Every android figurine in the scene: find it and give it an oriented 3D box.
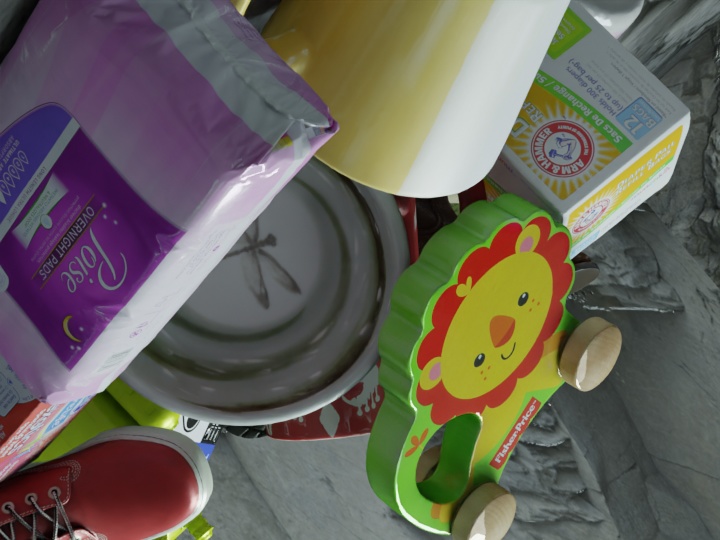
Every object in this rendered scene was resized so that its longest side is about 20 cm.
[{"bbox_3d":[-0.181,0.120,1.053,0.041,0.200,0.182,-39,174,-43],"label":"android figurine"}]

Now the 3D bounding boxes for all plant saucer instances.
[{"bbox_3d":[-0.071,-0.008,0.889,0.200,0.200,0.050,-41,-165,15],"label":"plant saucer"}]

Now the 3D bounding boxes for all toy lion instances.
[{"bbox_3d":[0.068,0.059,0.919,0.201,0.069,0.192,-57,143,-1],"label":"toy lion"}]

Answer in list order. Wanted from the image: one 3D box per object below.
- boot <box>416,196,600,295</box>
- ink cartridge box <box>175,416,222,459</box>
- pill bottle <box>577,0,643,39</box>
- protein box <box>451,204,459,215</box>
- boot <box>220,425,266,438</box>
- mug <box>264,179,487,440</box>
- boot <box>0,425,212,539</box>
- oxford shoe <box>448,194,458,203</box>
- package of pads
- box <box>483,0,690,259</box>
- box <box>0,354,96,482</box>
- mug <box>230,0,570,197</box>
[{"bbox_3d":[0.062,-0.066,1.061,0.185,0.201,0.064,-11,162,16],"label":"boot"},{"bbox_3d":[-0.143,0.111,1.164,0.201,0.044,0.094,-65,155,0],"label":"ink cartridge box"},{"bbox_3d":[0.113,-0.172,1.146,0.112,0.112,0.200,-34,173,-43],"label":"pill bottle"},{"bbox_3d":[0.069,-0.042,1.427,0.135,0.200,0.198,-43,173,34],"label":"protein box"},{"bbox_3d":[-0.032,0.043,1.186,0.200,0.068,0.131,-52,178,4],"label":"boot"},{"bbox_3d":[-0.011,0.001,0.963,0.133,0.201,0.177,-7,-177,-26],"label":"mug"},{"bbox_3d":[-0.194,0.156,0.897,0.199,0.073,0.144,-15,-170,26],"label":"boot"},{"bbox_3d":[0.056,-0.069,1.150,0.199,0.074,0.071,-11,-125,37],"label":"oxford shoe"},{"bbox_3d":[-0.109,-0.041,0.662,0.076,0.121,0.200,-33,171,-49],"label":"package of pads"},{"bbox_3d":[0.100,-0.114,0.986,0.112,0.200,0.101,-39,161,-13],"label":"box"},{"bbox_3d":[-0.193,0.038,0.841,0.200,0.100,0.095,-45,172,36],"label":"box"},{"bbox_3d":[0.031,-0.134,0.785,0.187,0.149,0.153,-43,171,-46],"label":"mug"}]
